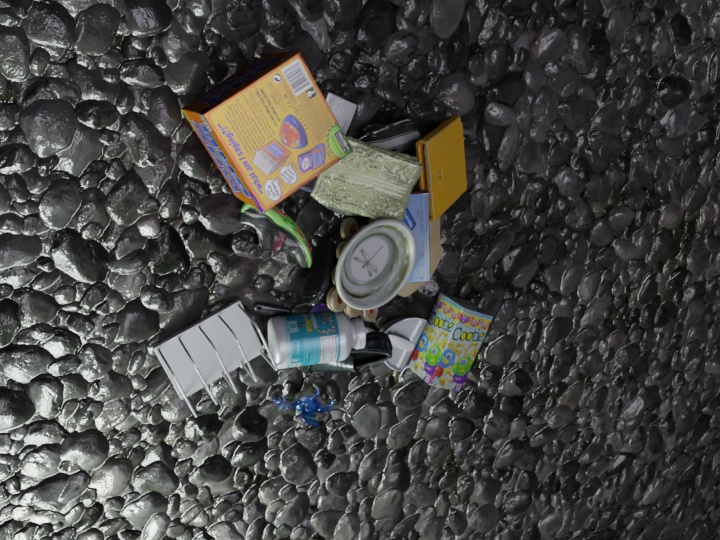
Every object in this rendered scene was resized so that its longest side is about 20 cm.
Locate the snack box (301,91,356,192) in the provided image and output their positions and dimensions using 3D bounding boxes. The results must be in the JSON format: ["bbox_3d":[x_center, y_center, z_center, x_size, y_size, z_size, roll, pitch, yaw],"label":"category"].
[{"bbox_3d":[-0.076,-0.256,1.570,0.072,0.024,0.201,17,100,-34],"label":"snack box"}]

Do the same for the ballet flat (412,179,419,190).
[{"bbox_3d":[0.054,-0.182,1.607,0.199,0.070,0.066,6,94,-29],"label":"ballet flat"}]

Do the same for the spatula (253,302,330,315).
[{"bbox_3d":[-0.138,0.090,1.672,0.199,0.021,0.057,10,108,-31],"label":"spatula"}]

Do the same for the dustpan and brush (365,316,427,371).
[{"bbox_3d":[0.066,0.157,1.786,0.199,0.057,0.140,22,97,-31],"label":"dustpan and brush"}]

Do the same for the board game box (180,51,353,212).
[{"bbox_3d":[-0.173,-0.256,1.399,0.199,0.200,0.200,-36,115,-12],"label":"board game box"}]

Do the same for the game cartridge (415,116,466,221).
[{"bbox_3d":[0.177,-0.223,1.660,0.200,0.032,0.177,-44,133,-53],"label":"game cartridge"}]

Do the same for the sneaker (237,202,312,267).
[{"bbox_3d":[-0.172,-0.072,1.570,0.084,0.077,0.200,-39,121,10],"label":"sneaker"}]

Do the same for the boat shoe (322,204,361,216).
[{"bbox_3d":[0.007,-0.159,1.632,0.199,0.072,0.069,3,68,-24],"label":"boat shoe"}]

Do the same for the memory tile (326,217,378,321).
[{"bbox_3d":[0.000,0.000,1.621,0.153,0.017,0.201,22,73,-45],"label":"memory tile"}]

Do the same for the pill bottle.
[{"bbox_3d":[-0.092,0.143,1.642,0.199,0.111,0.111,-6,112,-15],"label":"pill bottle"}]

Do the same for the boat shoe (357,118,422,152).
[{"bbox_3d":[0.031,-0.269,1.605,0.199,0.071,0.064,-19,78,-24],"label":"boat shoe"}]

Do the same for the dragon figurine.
[{"bbox_3d":[-0.109,0.313,1.751,0.200,0.059,0.100,41,87,-33],"label":"dragon figurine"}]

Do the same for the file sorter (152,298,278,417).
[{"bbox_3d":[-0.290,0.181,1.563,0.199,0.124,0.139,-29,120,-16],"label":"file sorter"}]

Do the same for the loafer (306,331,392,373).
[{"bbox_3d":[-0.026,0.193,1.712,0.200,0.071,0.068,-16,132,5],"label":"loafer"}]

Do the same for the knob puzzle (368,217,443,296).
[{"bbox_3d":[0.094,-0.042,1.729,0.219,0.030,0.221,-2,94,-25],"label":"knob puzzle"}]

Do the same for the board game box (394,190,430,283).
[{"bbox_3d":[0.094,-0.066,1.617,0.102,0.019,0.201,-5,115,-6],"label":"board game box"}]

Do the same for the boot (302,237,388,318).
[{"bbox_3d":[-0.026,0.048,1.654,0.200,0.065,0.165,41,49,-35],"label":"boot"}]

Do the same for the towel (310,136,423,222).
[{"bbox_3d":[0.013,-0.177,1.526,0.199,0.037,0.149,16,107,-15],"label":"towel"}]

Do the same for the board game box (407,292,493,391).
[{"bbox_3d":[0.215,0.171,1.848,0.105,0.103,0.201,17,100,-33],"label":"board game box"}]

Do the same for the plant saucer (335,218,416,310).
[{"bbox_3d":[0.023,-0.019,1.569,0.199,0.050,0.201,-20,126,-29],"label":"plant saucer"}]
